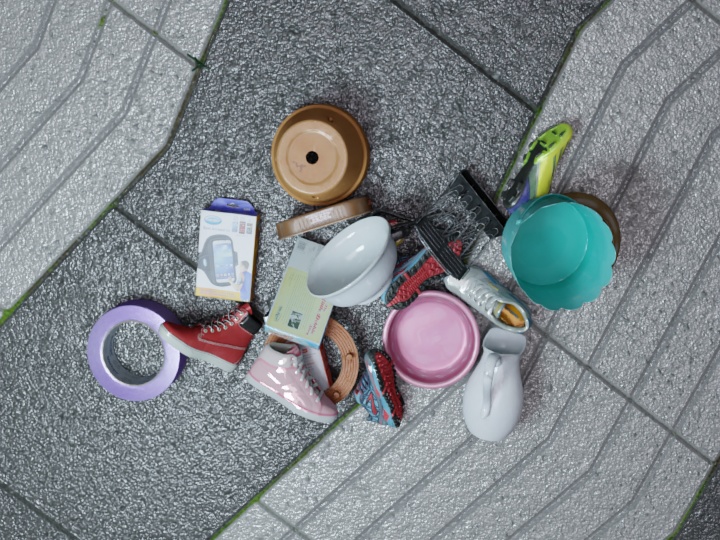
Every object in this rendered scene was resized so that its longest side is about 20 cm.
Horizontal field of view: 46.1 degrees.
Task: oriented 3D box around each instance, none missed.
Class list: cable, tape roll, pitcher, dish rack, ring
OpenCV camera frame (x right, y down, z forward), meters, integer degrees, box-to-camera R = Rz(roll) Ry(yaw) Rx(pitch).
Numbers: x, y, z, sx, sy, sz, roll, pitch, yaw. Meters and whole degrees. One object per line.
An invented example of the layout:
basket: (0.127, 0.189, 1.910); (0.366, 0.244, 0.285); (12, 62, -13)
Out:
cable: (0.095, -0.092, 1.695); (0.197, 0.050, 0.099); (-19, 96, -4)
tape roll: (-0.464, 0.166, 1.765); (0.196, 0.066, 0.204); (1, 99, 5)
pitcher: (0.258, 0.236, 1.655); (0.119, 0.171, 0.204); (15, 110, 22)
dish rack: (0.191, -0.083, 1.613); (0.154, 0.200, 0.054); (49, 136, -5)
ring: (-0.101, 0.186, 1.699); (0.196, 0.019, 0.204); (0, 100, 2)

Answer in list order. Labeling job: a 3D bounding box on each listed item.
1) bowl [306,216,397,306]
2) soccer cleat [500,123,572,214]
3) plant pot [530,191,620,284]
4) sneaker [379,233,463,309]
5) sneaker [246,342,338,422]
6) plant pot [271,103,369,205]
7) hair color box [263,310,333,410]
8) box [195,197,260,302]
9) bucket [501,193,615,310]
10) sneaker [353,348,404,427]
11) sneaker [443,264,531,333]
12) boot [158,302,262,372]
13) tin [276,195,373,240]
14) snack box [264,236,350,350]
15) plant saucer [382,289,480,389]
bowl: (0.000, 0.000, 1.611); (0.200, 0.202, 0.091); (-38, 117, 10)
soccer cleat: (0.352, -0.193, 1.647); (0.083, 0.065, 0.202); (30, 97, -31)
plant pot: (0.417, -0.051, 1.659); (0.196, 0.028, 0.204); (0, 105, -1)
sneaker: (0.110, -0.014, 1.667); (0.199, 0.095, 0.080); (-36, 122, -9)
sneaker: (-0.119, 0.213, 1.656); (0.198, 0.075, 0.106); (29, 105, 2)
plant pot: (-0.083, -0.220, 1.630); (0.196, 0.140, 0.204); (1, 100, 4)
hair color box: (-0.124, 0.174, 1.739); (0.100, 0.061, 0.204); (-13, 99, 6)
box: (-0.271, -0.043, 1.727); (0.117, 0.042, 0.204); (6, 102, 4)
bucket: (0.362, -0.041, 1.575); (0.203, 0.135, 0.211); (-1, 105, -3)
sneaker: (0.024, 0.242, 1.703); (0.094, 0.080, 0.202); (0, 127, 21)
sneaker: (0.255, 0.054, 1.677); (0.198, 0.081, 0.077); (30, 102, 1)
boot: (-0.298, 0.109, 1.705); (0.199, 0.072, 0.145); (27, 102, -39)
tin: (-0.071, -0.104, 1.662); (0.197, 0.112, 0.043); (-17, 98, 7)
snack box: (-0.104, 0.044, 1.677); (0.114, 0.037, 0.203); (19, 68, 1)
plant saucer: (0.143, 0.136, 1.714); (0.196, 0.051, 0.205); (1, 102, 6)
